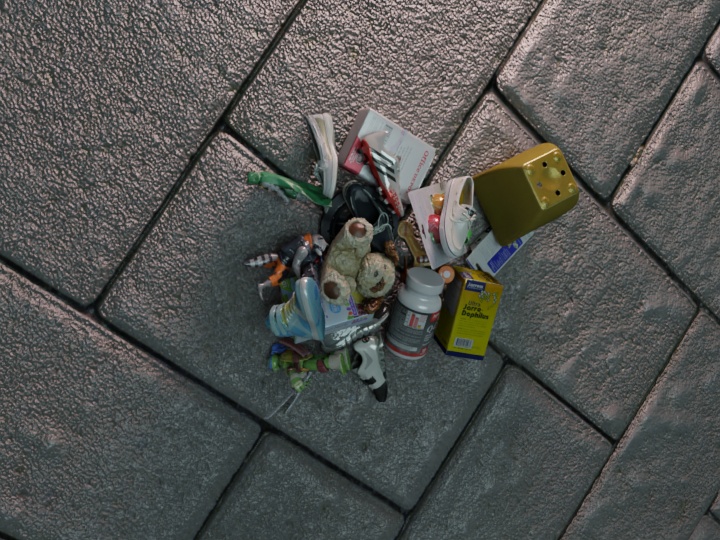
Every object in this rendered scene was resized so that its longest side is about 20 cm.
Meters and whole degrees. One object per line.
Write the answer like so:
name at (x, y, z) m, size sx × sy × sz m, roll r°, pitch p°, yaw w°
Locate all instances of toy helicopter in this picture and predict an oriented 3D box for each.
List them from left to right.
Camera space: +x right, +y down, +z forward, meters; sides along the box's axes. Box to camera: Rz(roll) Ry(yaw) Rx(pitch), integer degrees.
toy helicopter at (0.139, -0.029, 1.675) m, size 0.130 × 0.079 × 0.203 m, roll -31°, pitch 97°, yaw -3°

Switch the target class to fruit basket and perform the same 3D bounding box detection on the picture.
fruit basket at (0.185, -0.111, 1.613) m, size 0.198 × 0.092 × 0.190 m, roll -23°, pitch 95°, yaw -48°

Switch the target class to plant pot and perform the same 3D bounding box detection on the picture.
plant pot at (0.422, -0.201, 1.645) m, size 0.192 × 0.200 × 0.198 m, roll -25°, pitch 89°, yaw -14°

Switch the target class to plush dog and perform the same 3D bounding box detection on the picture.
plush dog at (0.000, 0.000, 1.528) m, size 0.169 × 0.160 × 0.204 m, roll 24°, pitch 83°, yaw -14°

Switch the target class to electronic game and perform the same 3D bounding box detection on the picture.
electronic game at (-0.002, -0.104, 1.607) m, size 0.195 × 0.042 × 0.205 m, roll -6°, pitch 111°, yaw -15°

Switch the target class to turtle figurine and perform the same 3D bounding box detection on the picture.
turtle figurine at (-0.119, 0.256, 1.566) m, size 0.189 × 0.204 × 0.145 m, roll -11°, pitch 149°, yaw 11°

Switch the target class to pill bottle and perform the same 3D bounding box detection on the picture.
pill bottle at (0.133, 0.104, 1.630) m, size 0.113 × 0.116 × 0.204 m, roll 5°, pitch 117°, yaw -20°

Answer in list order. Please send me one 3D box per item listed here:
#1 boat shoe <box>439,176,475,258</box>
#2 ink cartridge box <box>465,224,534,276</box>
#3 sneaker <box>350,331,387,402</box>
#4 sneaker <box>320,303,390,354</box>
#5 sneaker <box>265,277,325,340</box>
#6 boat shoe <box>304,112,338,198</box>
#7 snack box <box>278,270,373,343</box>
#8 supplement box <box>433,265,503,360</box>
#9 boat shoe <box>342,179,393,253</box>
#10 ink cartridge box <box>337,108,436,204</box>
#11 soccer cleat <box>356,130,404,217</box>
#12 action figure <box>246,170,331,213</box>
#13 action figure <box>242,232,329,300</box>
boat shoe at (0.233, -0.128, 1.551) m, size 0.070 × 0.069 × 0.205 m, roll 29°, pitch 60°, yaw -35°
ink cartridge box at (0.359, -0.067, 1.757) m, size 0.200 × 0.039 × 0.100 m, roll -45°, pitch 111°, yaw -10°
sneaker at (0.020, 0.247, 1.657) m, size 0.086 × 0.074 × 0.204 m, roll -13°, pitch 119°, yaw -7°
sneaker at (-0.025, 0.107, 1.625) m, size 0.197 × 0.075 × 0.117 m, roll -31°, pitch 106°, yaw -12°
sneaker at (-0.148, 0.086, 1.420) m, size 0.127 × 0.081 × 0.202 m, roll 0°, pitch 143°, yaw 7°
boat shoe at (-0.087, -0.261, 1.520) m, size 0.063 × 0.075 × 0.208 m, roll -4°, pitch 77°, yaw -8°
snack box at (-0.080, 0.072, 1.567) m, size 0.195 × 0.053 × 0.145 m, roll -15°, pitch 65°, yaw -14°
supplement box at (0.271, 0.107, 1.693) m, size 0.107 × 0.109 × 0.205 m, roll 9°, pitch 105°, yaw -14°
boat shoe at (0.026, -0.118, 1.552) m, size 0.074 × 0.062 × 0.203 m, roll -29°, pitch 115°, yaw -4°
ink cartridge box at (0.058, -0.270, 1.585) m, size 0.197 × 0.085 × 0.150 m, roll 27°, pitch 91°, yaw -24°
soccer cleat at (0.066, -0.219, 1.518) m, size 0.084 × 0.069 × 0.203 m, roll -29°, pitch 107°, yaw -3°
action figure at (-0.163, -0.184, 1.520) m, size 0.196 × 0.118 × 0.056 m, roll 19°, pitch 105°, yaw -13°
action figure at (-0.155, -0.016, 1.488) m, size 0.191 × 0.201 × 0.106 m, roll -30°, pitch 121°, yaw -4°
